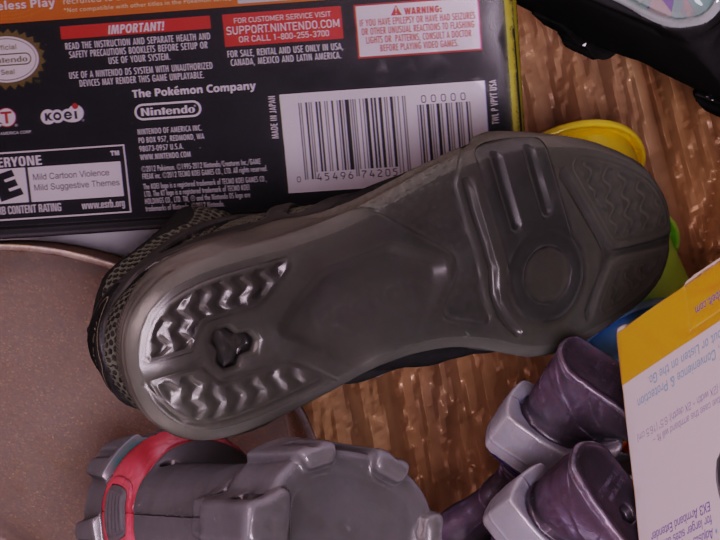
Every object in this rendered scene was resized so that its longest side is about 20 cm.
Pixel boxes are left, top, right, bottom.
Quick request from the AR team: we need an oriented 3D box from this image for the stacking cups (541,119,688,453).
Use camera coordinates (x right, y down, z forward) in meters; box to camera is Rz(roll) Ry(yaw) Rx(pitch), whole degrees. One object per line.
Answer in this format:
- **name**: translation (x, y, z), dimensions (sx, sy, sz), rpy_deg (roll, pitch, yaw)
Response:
- **stacking cups**: translation (0.098, 0.042, 0.877), dimensions (0.060, 0.060, 0.201), rpy_deg (-34, 52, 22)

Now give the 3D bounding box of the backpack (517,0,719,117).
- **backpack**: translation (0.123, -0.181, 0.915), dimensions (0.177, 0.150, 0.200), rpy_deg (30, 85, 46)

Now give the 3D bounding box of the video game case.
- **video game case**: translation (-0.048, -0.106, 0.871), dimensions (0.199, 0.026, 0.181), rpy_deg (-4, 105, 5)

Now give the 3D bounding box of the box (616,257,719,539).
- **box**: translation (0.124, 0.093, 0.717), dimensions (0.119, 0.041, 0.201), rpy_deg (139, 129, -60)

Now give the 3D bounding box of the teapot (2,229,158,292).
- **teapot**: translation (-0.074, -0.040, 1.012), dimensions (0.197, 0.146, 0.200), rpy_deg (-11, 30, 14)

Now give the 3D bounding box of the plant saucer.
- **plant saucer**: translation (-0.106, 0.062, 0.962), dimensions (0.200, 0.200, 0.032), rpy_deg (-23, 28, 30)

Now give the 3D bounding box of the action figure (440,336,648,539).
- **action figure**: translation (0.020, 0.110, 0.852), dimensions (0.200, 0.069, 0.130), rpy_deg (-39, 13, 35)

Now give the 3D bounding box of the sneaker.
- **sneaker**: translation (0.000, 0.000, 0.853), dimensions (0.114, 0.199, 0.077), rpy_deg (14, 121, 66)

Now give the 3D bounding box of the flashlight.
- **flashlight**: translation (-0.034, 0.081, 0.830), dimensions (0.068, 0.068, 0.200), rpy_deg (-46, 14, -20)
